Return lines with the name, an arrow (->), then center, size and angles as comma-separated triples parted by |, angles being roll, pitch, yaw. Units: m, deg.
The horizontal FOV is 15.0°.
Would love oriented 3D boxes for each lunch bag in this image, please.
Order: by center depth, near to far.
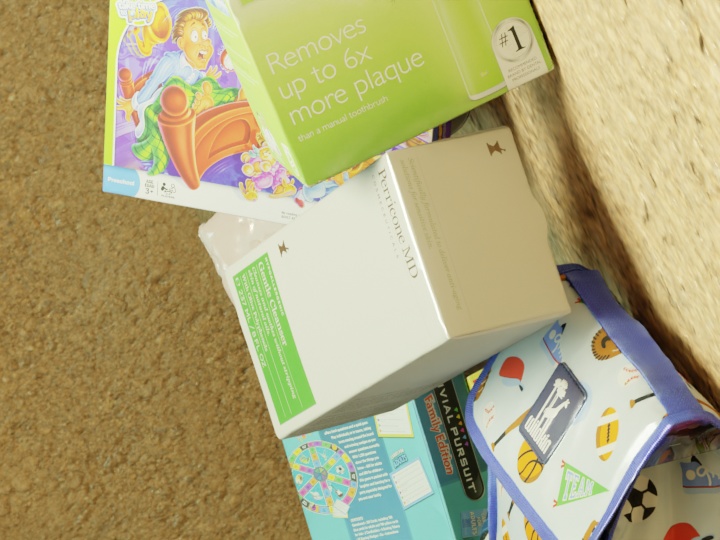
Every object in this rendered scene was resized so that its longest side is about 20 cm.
lunch bag -> 0.135, 0.117, 1.451 | 0.170, 0.123, 0.201 | -124, 27, -54

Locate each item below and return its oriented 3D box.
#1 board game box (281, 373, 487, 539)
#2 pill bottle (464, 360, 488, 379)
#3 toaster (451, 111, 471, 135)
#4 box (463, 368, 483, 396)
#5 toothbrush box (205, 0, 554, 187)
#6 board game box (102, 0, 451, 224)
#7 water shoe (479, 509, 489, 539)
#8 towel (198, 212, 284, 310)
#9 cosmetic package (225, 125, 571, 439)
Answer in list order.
board game box -> 0.014, 0.110, 1.730 | 0.151, 0.047, 0.201 | -18, 88, 53
pill bottle -> 0.025, 0.010, 1.892 | 0.201, 0.111, 0.111 | 61, 172, 24
toaster -> -0.028, -0.153, 1.688 | 0.201, 0.118, 0.181 | 65, 172, -12
box -> 0.137, 0.144, 1.692 | 0.201, 0.075, 0.050 | 64, 167, 12
toothbrush box -> -0.010, -0.167, 1.394 | 0.201, 0.145, 0.086 | 67, 172, -17
board game box -> -0.047, -0.098, 1.578 | 0.045, 0.199, 0.135 | -49, -34, -63
water shoe -> 0.111, 0.140, 1.630 | 0.079, 0.071, 0.201 | -101, 30, -76
towel -> 0.000, 0.000, 1.823 | 0.032, 0.191, 0.201 | 10, -134, -56
cosmetic package -> 0.017, 0.010, 1.473 | 0.200, 0.084, 0.108 | -36, 69, 57
